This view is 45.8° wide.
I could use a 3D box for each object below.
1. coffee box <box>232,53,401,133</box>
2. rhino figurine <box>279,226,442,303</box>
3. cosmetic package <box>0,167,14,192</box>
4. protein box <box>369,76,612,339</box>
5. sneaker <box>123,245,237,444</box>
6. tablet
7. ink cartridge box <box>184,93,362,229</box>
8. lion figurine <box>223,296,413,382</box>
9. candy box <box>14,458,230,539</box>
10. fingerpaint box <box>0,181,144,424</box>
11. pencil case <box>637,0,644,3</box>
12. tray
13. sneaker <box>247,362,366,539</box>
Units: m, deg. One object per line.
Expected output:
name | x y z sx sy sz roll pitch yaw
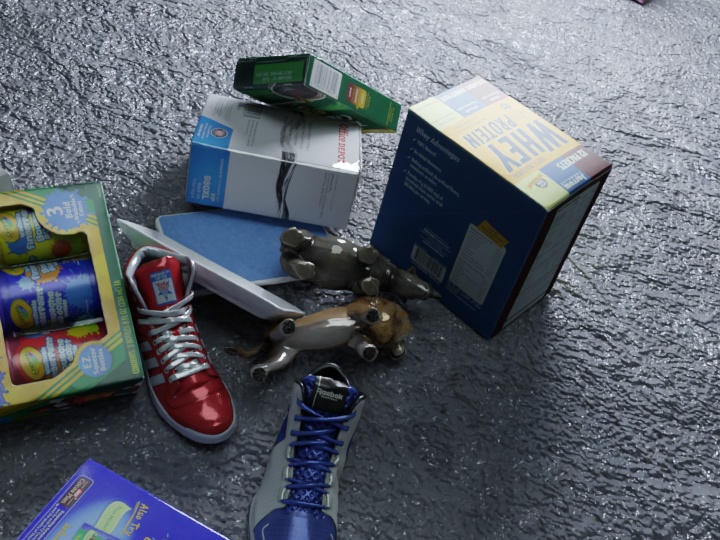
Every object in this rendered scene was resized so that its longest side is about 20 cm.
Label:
coffee box | -0.050 -0.221 1.087 0.122 0.044 0.199 7 -4 35
rhino figurine | 0.000 0.000 0.949 0.198 0.087 0.060 16 87 -11
cosmetic package | -0.453 -0.044 0.847 0.106 0.091 0.199 28 45 36
protein box | 0.142 -0.074 0.985 0.198 0.201 0.134 40 48 23
sneaker | -0.175 0.063 0.815 0.071 0.113 0.200 -18 53 -31
tablet | -0.128 -0.029 0.995 0.198 0.014 0.131 -8 48 -25
ink cartridge box | -0.102 -0.134 1.044 0.198 0.085 0.145 10 33 -6
lion figurine | -0.039 0.066 0.879 0.198 0.073 0.122 -2 5 -7
candy box | -0.175 0.265 0.636 0.199 0.077 0.169 26 44 11
fingerpaint box | -0.305 0.029 0.787 0.165 0.073 0.202 -9 73 -25
pencil case | 0.507 -0.618 1.734 0.199 0.088 0.088 25 44 11
tray | -0.157 0.005 0.893 0.199 0.107 0.022 28 89 11
sneaker | -0.046 0.157 0.757 0.080 0.116 0.200 13 43 -2
